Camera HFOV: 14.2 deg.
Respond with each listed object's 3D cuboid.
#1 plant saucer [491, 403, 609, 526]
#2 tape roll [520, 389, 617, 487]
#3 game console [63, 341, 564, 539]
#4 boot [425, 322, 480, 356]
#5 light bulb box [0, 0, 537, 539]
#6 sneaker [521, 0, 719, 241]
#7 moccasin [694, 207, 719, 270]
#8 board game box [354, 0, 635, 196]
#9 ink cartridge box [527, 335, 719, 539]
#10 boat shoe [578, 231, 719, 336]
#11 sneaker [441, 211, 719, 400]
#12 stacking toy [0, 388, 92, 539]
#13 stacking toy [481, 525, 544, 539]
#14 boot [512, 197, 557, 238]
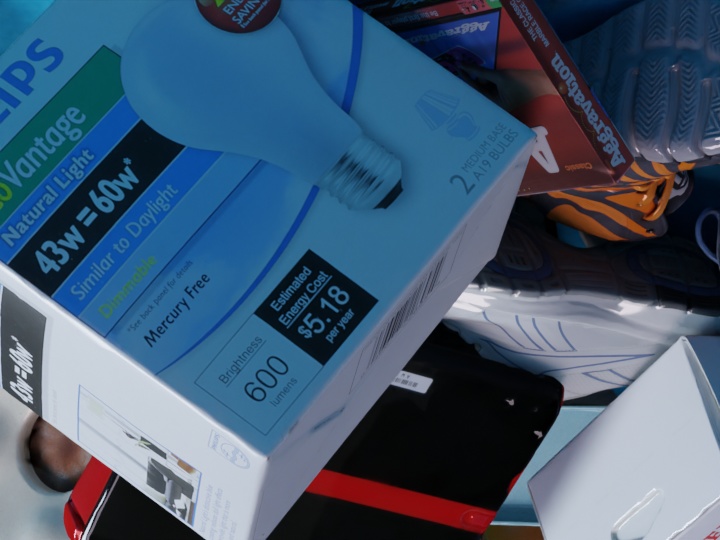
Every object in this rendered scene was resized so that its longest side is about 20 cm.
[{"bbox_3d":[0.062,0.100,1.532,0.199,0.019,0.070,0,110,20],"label":"plant saucer"},{"bbox_3d":[0.063,0.134,1.589,0.199,0.201,0.066,-2,-164,20],"label":"tape roll"},{"bbox_3d":[-0.025,0.094,1.371,0.199,0.031,0.177,15,121,-24],"label":"game console"},{"bbox_3d":[-0.027,0.037,1.422,0.130,0.068,0.200,-7,146,41],"label":"boot"},{"bbox_3d":[-0.066,-0.022,1.232,0.200,0.198,0.125,35,154,10],"label":"light bulb box"},{"bbox_3d":[0.138,-0.065,1.312,0.199,0.078,0.112,-1,158,41],"label":"sneaker"},{"bbox_3d":[0.191,-0.019,1.342,0.068,0.081,0.200,-35,161,-4],"label":"moccasin"},{"bbox_3d":[0.023,-0.074,1.287,0.200,0.019,0.103,-7,126,51],"label":"board game box"},{"bbox_3d":[0.205,0.103,1.431,0.199,0.085,0.146,3,144,-36],"label":"ink cartridge box"},{"bbox_3d":[0.184,0.016,1.484,0.062,0.073,0.200,-45,127,5],"label":"boat shoe"},{"bbox_3d":[0.083,0.024,1.373,0.199,0.075,0.087,12,124,-19],"label":"sneaker"},{"bbox_3d":[-0.108,0.093,1.515,0.146,0.147,0.200,-7,173,29],"label":"stacking toy"},{"bbox_3d":[0.164,0.120,1.639,0.146,0.146,0.200,18,134,-19],"label":"stacking toy"},{"bbox_3d":[0.000,-0.001,1.466,0.199,0.073,0.182,-3,136,7],"label":"boot"}]
